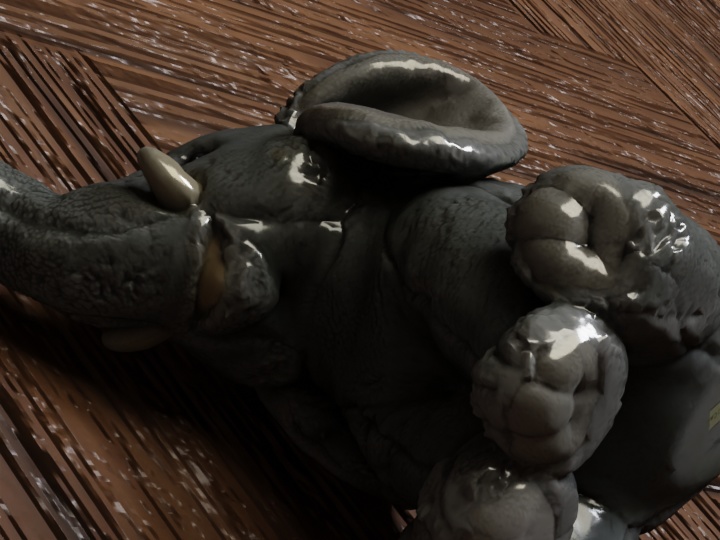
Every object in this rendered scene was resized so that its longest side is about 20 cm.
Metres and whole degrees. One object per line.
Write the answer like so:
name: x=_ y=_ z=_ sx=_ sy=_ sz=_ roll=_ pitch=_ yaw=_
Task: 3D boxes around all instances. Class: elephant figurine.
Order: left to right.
elephant figurine: x=0.000 y=0.000 z=0.714 sx=0.199 sy=0.142 sz=0.155 roll=29 pitch=-16 yaw=33
